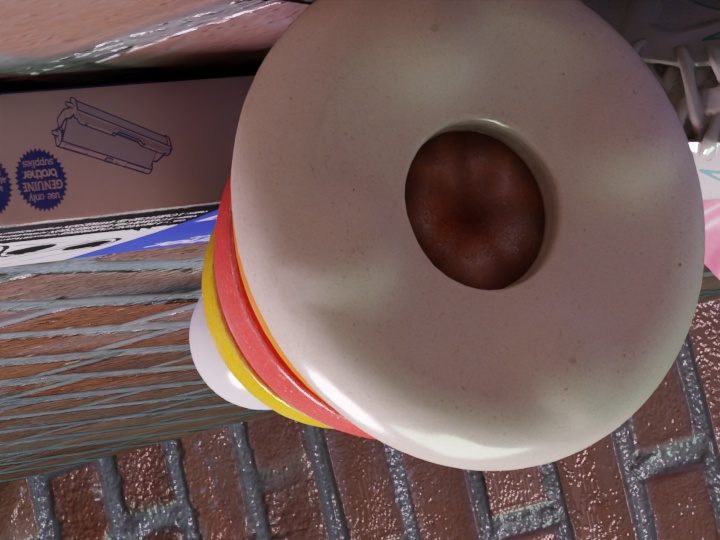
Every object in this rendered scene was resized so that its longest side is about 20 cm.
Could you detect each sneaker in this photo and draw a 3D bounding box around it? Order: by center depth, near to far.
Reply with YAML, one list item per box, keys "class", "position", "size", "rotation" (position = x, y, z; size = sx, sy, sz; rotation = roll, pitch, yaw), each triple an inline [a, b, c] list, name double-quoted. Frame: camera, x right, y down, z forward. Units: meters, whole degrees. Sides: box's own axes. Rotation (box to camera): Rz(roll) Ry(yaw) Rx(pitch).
- class: "sneaker"
  position: [0.118, -0.055, 0.889]
  size: [0.199, 0.071, 0.080]
  rotation: [2, -178, 3]

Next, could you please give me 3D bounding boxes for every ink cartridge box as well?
- class: "ink cartridge box"
  position: [-0.081, -0.031, 0.938]
  size: [0.199, 0.044, 0.094]
  rotation: [-8, 175, -43]

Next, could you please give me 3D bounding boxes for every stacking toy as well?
- class: "stacking toy"
  position: [0.000, 0.000, 0.884]
  size: [0.146, 0.147, 0.200]
  rotation: [-10, 172, -26]

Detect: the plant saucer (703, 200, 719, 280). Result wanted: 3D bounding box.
- class: "plant saucer"
  position: [0.206, -0.036, 1.113]
  size: [0.200, 0.051, 0.201]
  rotation: [-12, 168, -2]
